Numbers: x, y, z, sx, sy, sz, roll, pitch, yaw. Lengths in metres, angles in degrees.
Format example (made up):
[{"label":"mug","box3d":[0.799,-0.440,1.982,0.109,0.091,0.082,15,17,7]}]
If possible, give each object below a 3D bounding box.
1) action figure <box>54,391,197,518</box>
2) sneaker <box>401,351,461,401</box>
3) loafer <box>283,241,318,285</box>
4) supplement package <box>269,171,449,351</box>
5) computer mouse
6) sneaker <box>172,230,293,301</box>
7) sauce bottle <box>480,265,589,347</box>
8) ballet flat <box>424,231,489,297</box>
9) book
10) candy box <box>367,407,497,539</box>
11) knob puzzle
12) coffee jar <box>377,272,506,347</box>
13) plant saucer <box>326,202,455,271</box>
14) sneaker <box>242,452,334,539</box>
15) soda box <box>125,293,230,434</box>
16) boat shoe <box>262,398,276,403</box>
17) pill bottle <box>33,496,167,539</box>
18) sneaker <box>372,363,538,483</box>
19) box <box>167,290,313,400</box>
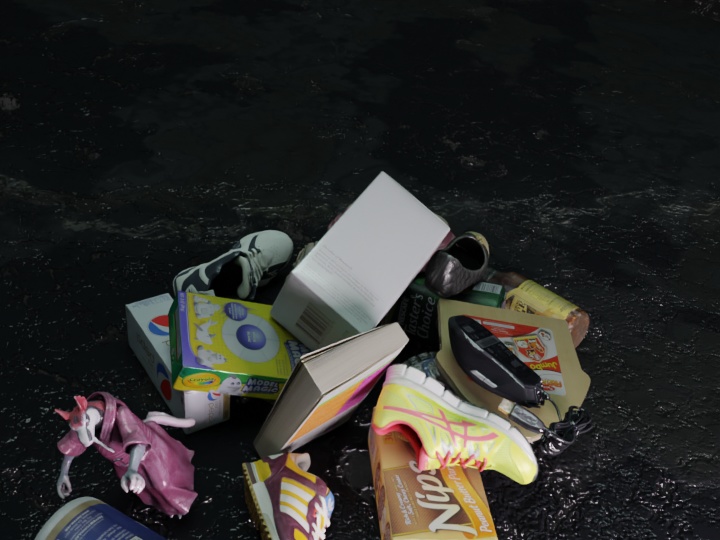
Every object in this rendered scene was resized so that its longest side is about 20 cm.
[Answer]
[{"label":"action figure","box3d":[-0.236,0.174,0.932,0.131,0.201,0.151,0,53,25]},{"label":"sneaker","box3d":[0.124,0.151,1.122,0.196,0.088,0.075,-1,47,-22]},{"label":"loafer","box3d":[-0.088,0.024,1.303,0.061,0.073,0.202,-2,37,2]},{"label":"supplement package","box3d":[0.000,0.000,1.107,0.117,0.117,0.201,38,57,3]},{"label":"computer mouse","box3d":[0.157,0.132,0.986,0.199,0.046,0.140,39,21,15]},{"label":"sneaker","box3d":[-0.157,0.001,1.271,0.196,0.081,0.129,-20,14,-32]},{"label":"sauce bottle","box3d":[0.240,0.045,1.322,0.065,0.067,0.199,-24,41,-37]},{"label":"ballet flat","box3d":[0.139,-0.016,1.195,0.066,0.057,0.200,38,27,7]},{"label":"book","box3d":[-0.034,0.143,1.017,0.132,0.201,0.048,-22,67,-36]},{"label":"candy box","box3d":[0.075,0.242,1.007,0.113,0.056,0.201,3,34,-8]},{"label":"knob puzzle","box3d":[0.180,0.127,1.077,0.215,0.031,0.222,10,41,-9]},{"label":"coffee jar","box3d":[0.099,0.054,1.249,0.196,0.106,0.085,13,25,13]},{"label":"plant saucer","box3d":[0.050,-0.056,1.297,0.196,0.052,0.201,8,18,-3]},{"label":"sneaker","box3d":[-0.061,0.264,0.939,0.088,0.076,0.201,-13,38,-17]},{"label":"soda box","box3d":[-0.234,0.114,1.143,0.063,0.069,0.200,-15,38,-29]},{"label":"boat shoe","box3d":[-0.156,0.098,1.182,0.199,0.076,0.068,35,41,21]},{"label":"pill bottle","box3d":[-0.204,0.302,0.828,0.197,0.113,0.111,22,36,22]},{"label":"sneaker","box3d":[0.099,0.189,0.987,0.197,0.079,0.091,28,63,10]},{"label":"box","box3d":[-0.130,0.096,1.089,0.197,0.049,0.119,12,43,-27]}]
